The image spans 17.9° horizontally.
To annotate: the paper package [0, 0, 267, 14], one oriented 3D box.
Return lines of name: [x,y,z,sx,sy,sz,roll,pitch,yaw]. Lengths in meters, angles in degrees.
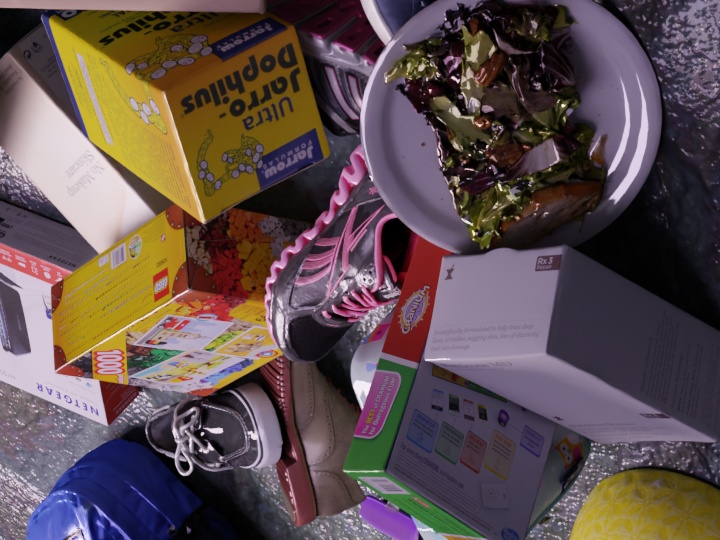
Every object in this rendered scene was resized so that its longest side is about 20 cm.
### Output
paper package: [-0.155,-0.271,1.515,0.199,0.104,0.191,1,136,-5]

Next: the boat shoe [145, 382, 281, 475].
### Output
boat shoe: [-0.128,0.133,1.911,0.199,0.068,0.074,7,110,64]

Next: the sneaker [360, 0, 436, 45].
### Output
sneaker: [0.041,-0.218,1.481,0.084,0.075,0.200,6,128,44]

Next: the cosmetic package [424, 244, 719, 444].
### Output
cosmetic package: [0.151,0.053,1.551,0.113,0.081,0.200,-6,157,45]

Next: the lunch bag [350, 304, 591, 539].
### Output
lunch bag: [0.083,0.109,1.674,0.077,0.160,0.200,-4,121,44]

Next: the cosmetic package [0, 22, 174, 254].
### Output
cosmetic package: [-0.211,-0.097,1.819,0.200,0.073,0.104,48,143,-3]

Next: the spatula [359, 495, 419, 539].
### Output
spatula: [0.038,0.167,1.879,0.056,0.021,0.200,26,138,9]

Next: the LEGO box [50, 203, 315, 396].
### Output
LEGO box: [-0.128,0.025,1.779,0.200,0.149,0.077,-30,58,47]

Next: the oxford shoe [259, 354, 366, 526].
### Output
oxford shoe: [-0.038,0.109,1.874,0.070,0.075,0.201,-128,28,-63]

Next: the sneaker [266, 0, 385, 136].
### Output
sneaker: [0.019,-0.127,1.591,0.200,0.074,0.088,29,143,21]

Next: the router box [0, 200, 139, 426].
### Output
router box: [-0.298,0.028,2.029,0.200,0.049,0.180,20,136,28]

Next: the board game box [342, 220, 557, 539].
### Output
board game box: [0.078,0.080,1.583,0.040,0.200,0.153,-4,149,44]

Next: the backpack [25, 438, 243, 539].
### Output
backpack: [-0.208,0.263,2.074,0.200,0.168,0.162,50,135,-1]

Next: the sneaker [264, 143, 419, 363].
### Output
sneaker: [0.000,0.000,1.648,0.200,0.079,0.095,-59,43,28]

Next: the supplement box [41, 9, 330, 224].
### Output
supplement box: [-0.126,-0.134,1.626,0.200,0.109,0.110,34,147,51]

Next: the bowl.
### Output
bowl: [0.229,0.261,1.726,0.200,0.108,0.201,23,138,23]

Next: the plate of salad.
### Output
plate of salad: [0.099,-0.092,1.496,0.199,0.048,0.201,0,117,1]
